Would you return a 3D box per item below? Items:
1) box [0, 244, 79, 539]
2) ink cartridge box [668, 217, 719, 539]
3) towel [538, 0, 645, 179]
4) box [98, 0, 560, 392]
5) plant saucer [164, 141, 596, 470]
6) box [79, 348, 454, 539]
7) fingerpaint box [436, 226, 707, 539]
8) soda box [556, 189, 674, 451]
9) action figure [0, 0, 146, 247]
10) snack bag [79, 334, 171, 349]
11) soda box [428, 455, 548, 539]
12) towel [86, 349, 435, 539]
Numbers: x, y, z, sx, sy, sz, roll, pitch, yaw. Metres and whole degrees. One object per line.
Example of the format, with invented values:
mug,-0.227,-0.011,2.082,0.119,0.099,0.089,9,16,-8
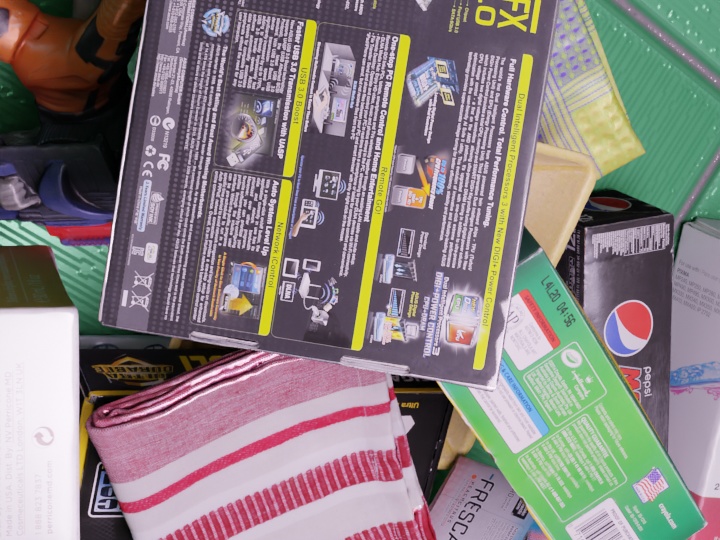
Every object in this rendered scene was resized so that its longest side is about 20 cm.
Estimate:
box,-0.227,0.053,0.729,0.199,0.152,0.107,-1,102,-16
ink cartridge box,0.259,0.079,1.066,0.145,0.083,0.201,5,103,-26
towel,0.053,-0.064,0.930,0.199,0.023,0.144,-31,127,-3
box,-0.009,-0.064,0.670,0.159,0.044,0.201,9,92,1
plant saucer,0.000,0.000,0.900,0.199,0.048,0.201,11,113,-29
box,-0.062,0.119,0.886,0.199,0.049,0.160,2,116,-24
fingerpaint box,0.070,0.032,0.817,0.073,0.167,0.200,-33,125,2
soda box,0.141,0.058,1.010,0.063,0.071,0.201,-8,108,-22
action figure,-0.102,-0.085,0.786,0.199,0.105,0.194,6,127,13
snack bag,-0.108,0.131,0.942,0.188,0.021,0.201,2,104,-26
soda box,0.102,0.191,0.994,0.064,0.068,0.200,-58,140,-20
towel,-0.039,0.123,0.845,0.143,0.023,0.201,-22,126,-9
